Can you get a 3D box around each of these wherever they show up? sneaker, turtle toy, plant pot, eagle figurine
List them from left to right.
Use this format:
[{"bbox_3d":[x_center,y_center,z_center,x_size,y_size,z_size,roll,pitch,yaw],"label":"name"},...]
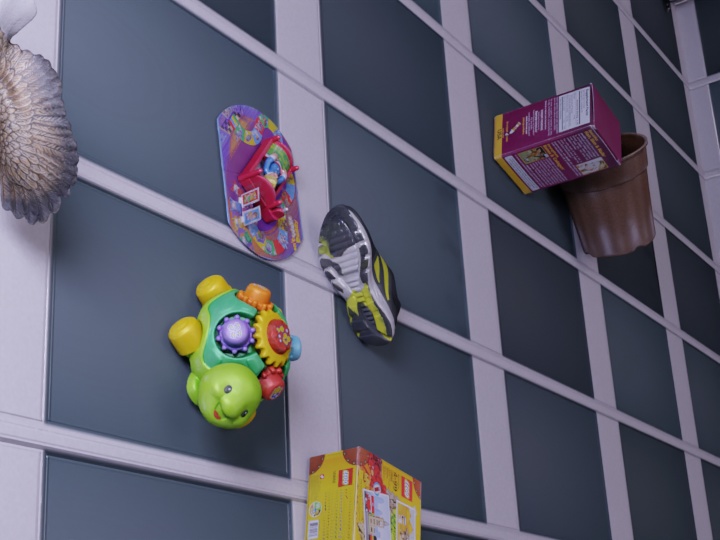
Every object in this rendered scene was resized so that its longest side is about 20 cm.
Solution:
[{"bbox_3d":[-0.339,-0.150,1.076,0.151,0.150,0.202,52,26,-68],"label":"eagle figurine"},{"bbox_3d":[-0.131,0.096,1.326,0.147,0.100,0.201,58,34,-25],"label":"turtle toy"},{"bbox_3d":[0.000,0.000,1.635,0.085,0.074,0.202,-57,133,-60],"label":"sneaker"},{"bbox_3d":[0.493,-0.144,2.412,0.200,0.198,0.200,-46,122,-56],"label":"plant pot"}]

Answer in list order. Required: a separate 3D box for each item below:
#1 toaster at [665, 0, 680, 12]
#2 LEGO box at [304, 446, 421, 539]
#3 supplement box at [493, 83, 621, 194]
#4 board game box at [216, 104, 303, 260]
[{"bbox_3d":[0.952,-0.881,3.533,0.180,0.118,0.202,-23,95,-37],"label":"toaster"},{"bbox_3d":[0.004,0.336,1.463,0.149,0.076,0.202,37,47,-46],"label":"LEGO box"},{"bbox_3d":[0.356,-0.236,2.200,0.131,0.198,0.104,42,43,-43],"label":"supplement box"},{"bbox_3d":[-0.110,-0.115,1.520,0.157,0.039,0.203,14,65,-56],"label":"board game box"}]
